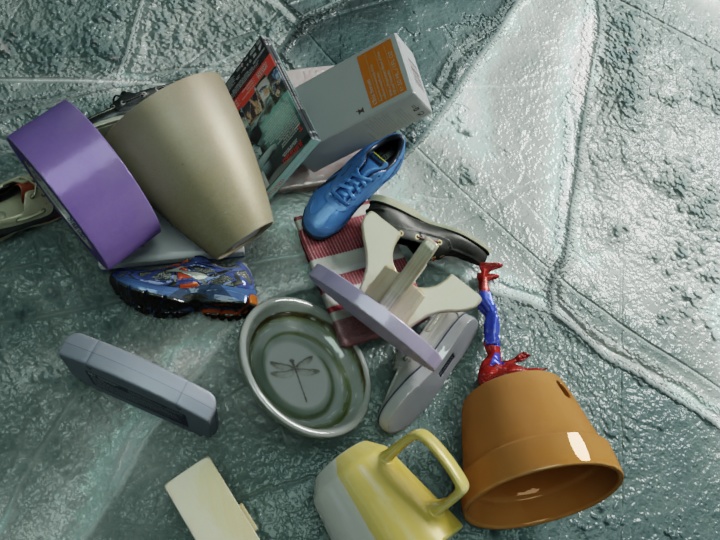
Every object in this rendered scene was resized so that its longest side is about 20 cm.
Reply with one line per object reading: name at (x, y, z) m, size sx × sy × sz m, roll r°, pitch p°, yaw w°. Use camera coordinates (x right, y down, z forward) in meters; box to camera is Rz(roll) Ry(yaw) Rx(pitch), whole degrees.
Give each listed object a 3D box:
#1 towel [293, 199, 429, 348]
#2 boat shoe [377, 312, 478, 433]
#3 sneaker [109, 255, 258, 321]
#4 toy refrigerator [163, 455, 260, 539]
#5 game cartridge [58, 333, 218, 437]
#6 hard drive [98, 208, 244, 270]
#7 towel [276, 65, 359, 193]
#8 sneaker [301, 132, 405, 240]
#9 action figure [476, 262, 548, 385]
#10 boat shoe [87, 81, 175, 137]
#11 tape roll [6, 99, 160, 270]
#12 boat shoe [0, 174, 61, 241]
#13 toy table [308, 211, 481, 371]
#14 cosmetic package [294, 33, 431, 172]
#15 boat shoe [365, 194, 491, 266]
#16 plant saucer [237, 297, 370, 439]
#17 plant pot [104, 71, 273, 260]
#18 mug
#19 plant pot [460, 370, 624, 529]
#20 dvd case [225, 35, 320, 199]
towel at (0.000, 0.000, 1.055) m, size 0.142 × 0.023 × 0.202 m, roll -14°, pitch 71°, yaw -25°
boat shoe at (0.078, 0.128, 1.015) m, size 0.069 × 0.071 × 0.201 m, roll 28°, pitch 69°, yaw 33°
sneaker at (-0.237, 0.019, 1.011) m, size 0.197 × 0.076 × 0.079 m, roll 7°, pitch 59°, yaw -14°
toy refrigerator at (-0.153, 0.328, 0.895) m, size 0.070 × 0.076 × 0.201 m, roll -31°, pitch 76°, yaw -18°
game cartridge at (-0.268, 0.143, 0.918) m, size 0.198 × 0.133 × 0.041 m, roll 24°, pitch 68°, yaw 1°
hard drive at (-0.270, -0.074, 1.058) m, size 0.197 × 0.025 × 0.134 m, roll -6°, pitch 70°, yaw -10°
towel at (-0.083, -0.214, 1.133) m, size 0.188 × 0.032 × 0.203 m, roll -10°, pitch 73°, yaw -12°
sneaker at (-0.008, -0.126, 1.053) m, size 0.066 × 0.078 × 0.200 m, roll 44°, pitch 67°, yaw 1°
action figure at (0.209, 0.093, 1.037) m, size 0.097 × 0.065 × 0.203 m, roll 3°, pitch 68°, yaw 6°
boat shoe at (-0.327, -0.233, 1.085) m, size 0.197 × 0.075 × 0.067 m, roll -24°, pitch 72°, yaw -16°
tape roll at (-0.346, -0.105, 0.939) m, size 0.085 × 0.200 × 0.200 m, roll -38°, pitch 78°, yaw -19°
boat shoe at (-0.465, -0.097, 1.020) m, size 0.199 × 0.063 × 0.072 m, roll -31°, pitch 74°, yaw -19°
toy table at (0.047, 0.022, 0.952) m, size 0.199 × 0.184 × 0.118 m, roll 39°, pitch 82°, yaw -6°
cosmetic package at (-0.011, -0.232, 1.043) m, size 0.198 × 0.071 × 0.103 m, roll -24°, pitch 70°, yaw 20°
boat shoe at (0.094, -0.043, 1.065) m, size 0.199 × 0.074 × 0.064 m, roll 20°, pitch 81°, yaw -20°
plant saucer at (-0.079, 0.132, 0.967) m, size 0.198 × 0.050 × 0.202 m, roll 25°, pitch 42°, yaw -24°
plant pot at (-0.207, -0.124, 0.990) m, size 0.186 × 0.187 × 0.201 m, roll -35°, pitch 91°, yaw -18°
mug at (0.034, 0.283, 0.904) m, size 0.186 × 0.150 × 0.154 m, roll -37°, pitch 69°, yaw -6°
plant pot at (0.209, 0.220, 0.934) m, size 0.197 × 0.201 × 0.141 m, roll -5°, pitch 54°, yaw -10°
dvd case at (-0.142, -0.212, 1.062) m, size 0.022 × 0.146 × 0.202 m, roll 7°, pitch 49°, yaw -47°
